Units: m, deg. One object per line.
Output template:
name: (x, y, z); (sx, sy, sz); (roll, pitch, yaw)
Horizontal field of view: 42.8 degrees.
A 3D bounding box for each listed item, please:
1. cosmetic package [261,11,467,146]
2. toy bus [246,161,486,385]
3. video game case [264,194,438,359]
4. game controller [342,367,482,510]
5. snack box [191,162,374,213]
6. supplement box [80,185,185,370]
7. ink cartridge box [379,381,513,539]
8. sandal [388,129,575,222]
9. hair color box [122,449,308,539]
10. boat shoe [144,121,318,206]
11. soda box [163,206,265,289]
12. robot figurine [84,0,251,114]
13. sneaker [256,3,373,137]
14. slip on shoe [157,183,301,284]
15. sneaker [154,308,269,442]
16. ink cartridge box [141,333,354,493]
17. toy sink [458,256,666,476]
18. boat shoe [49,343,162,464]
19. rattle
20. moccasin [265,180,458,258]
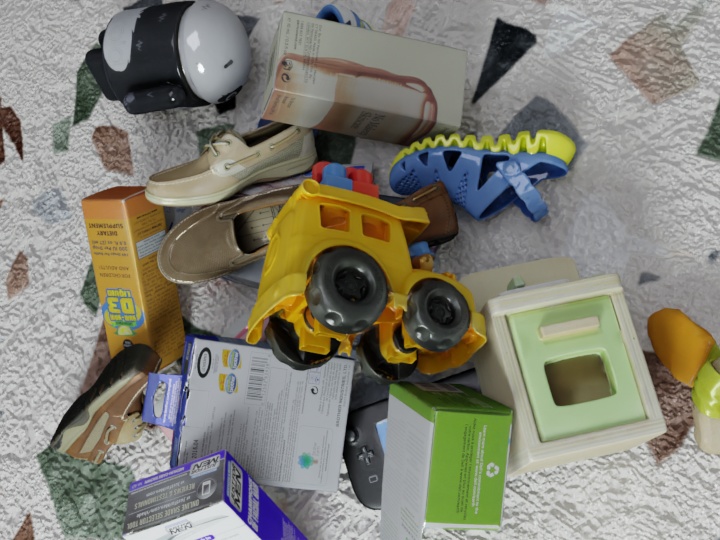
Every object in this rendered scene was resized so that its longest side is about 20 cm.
cosmetic package: (0.002, -0.194, 0.966); (0.197, 0.103, 0.089); (8, 79, -11)
toy bus: (0.007, -0.009, 0.838); (0.197, 0.136, 0.195); (14, 61, -20)
video game case: (0.000, 0.000, 0.968); (0.141, 0.019, 0.202); (10, 55, 22)
game controller: (0.075, 0.169, 0.928); (0.198, 0.042, 0.106); (-21, 70, 15)
snack box: (-0.085, -0.088, 1.022); (0.197, 0.025, 0.072); (-3, 33, 8)
supplement box: (-0.251, 0.010, 1.027); (0.066, 0.069, 0.203); (2, 110, 26)
ink cartridge box: (0.070, 0.212, 0.833); (0.075, 0.148, 0.203); (4, 92, -12)
sandal: (0.122, -0.093, 0.957); (0.197, 0.079, 0.088); (-2, 74, 22)
hair color box: (-0.128, 0.267, 0.894); (0.108, 0.201, 0.065); (-21, 41, 13)
boat shoe: (-0.142, -0.123, 1.000); (0.198, 0.066, 0.072); (-18, 31, -18)
soda box: (-0.163, -0.029, 1.056); (0.198, 0.063, 0.069); (15, 80, 23)
robot figurine: (-0.228, -0.255, 1.108); (0.197, 0.125, 0.153); (-2, 86, 20)
sneaker: (-0.065, -0.219, 1.058); (0.074, 0.082, 0.201); (33, 91, 23)
slip on shoe: (-0.130, -0.037, 0.968); (0.197, 0.061, 0.077); (-16, 98, 12)
sneaker: (-0.130, 0.131, 0.999); (0.200, 0.075, 0.105); (-44, 68, 9)
ink cartridge box: (-0.115, 0.140, 0.924); (0.197, 0.076, 0.139); (9, 86, -18)
toy sink: (0.179, 0.073, 0.852); (0.128, 0.112, 0.203); (-10, 71, -7)
boat shoe: (-0.270, 0.153, 1.022); (0.200, 0.074, 0.076); (-40, 21, 37)
rattle: (0.385, 0.089, 0.838); (0.197, 0.143, 0.132); (-14, 104, 1)
moccasin: (-0.001, -0.040, 0.927); (0.199, 0.074, 0.079); (-19, 87, 1)
